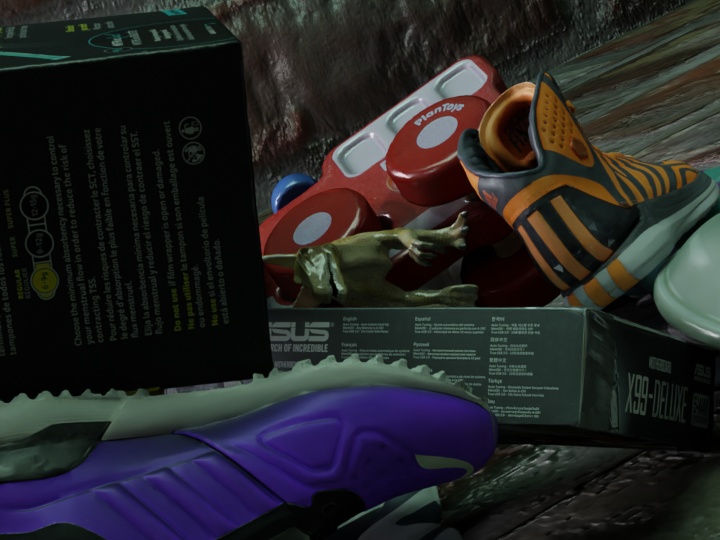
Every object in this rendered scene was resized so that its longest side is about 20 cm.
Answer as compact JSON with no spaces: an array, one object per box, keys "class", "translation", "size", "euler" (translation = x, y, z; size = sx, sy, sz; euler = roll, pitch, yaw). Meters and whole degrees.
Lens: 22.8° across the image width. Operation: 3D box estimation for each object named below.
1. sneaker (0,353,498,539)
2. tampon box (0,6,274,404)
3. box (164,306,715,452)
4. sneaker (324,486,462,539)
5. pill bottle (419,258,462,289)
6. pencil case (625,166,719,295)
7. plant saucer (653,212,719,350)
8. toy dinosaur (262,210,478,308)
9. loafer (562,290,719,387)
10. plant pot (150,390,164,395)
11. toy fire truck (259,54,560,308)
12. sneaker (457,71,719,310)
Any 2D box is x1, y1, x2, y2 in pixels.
[{"class":"sneaker","translation":[-0.046,0.093,0.633],"size":[0.198,0.100,0.070],"euler":[-6,-25,-4]},{"class":"tampon box","translation":[-0.144,-0.024,0.688],"size":[0.198,0.127,0.150],"euler":[-7,15,-8]},{"class":"box","translation":[0.037,0.049,0.788],"size":[0.199,0.050,0.157],"euler":[-1,-9,30]},{"class":"sneaker","translation":[-0.023,0.131,0.711],"size":[0.129,0.080,0.199],"euler":[-16,18,-3]},{"class":"pill bottle","translation":[-0.007,0.050,1.086],"size":[0.199,0.114,0.113],"euler":[-23,8,1]},{"class":"pencil case","translation":[0.199,-0.021,1.049],"size":[0.092,0.086,0.200],"euler":[-23,7,-22]},{"class":"plant saucer","translation":[0.231,-0.012,0.800],"size":[0.198,0.051,0.200],"euler":[-5,18,2]},{"class":"toy dinosaur","translation":[0.000,0.000,0.849],"size":[0.100,0.059,0.200],"euler":[3,-7,-5]},{"class":"loafer","translation":[0.143,0.029,0.961],"size":[0.072,0.063,0.200],"euler":[-30,10,-30]},{"class":"plant pot","translation":[-0.156,0.130,0.794],"size":[0.143,0.199,0.200],"euler":[-60,-4,18]},{"class":"toy fire truck","translation":[0.017,-0.030,1.005],"size":[0.199,0.112,0.168],"euler":[-36,31,2]},{"class":"sneaker","translation":[0.117,-0.053,0.909],"size":[0.077,0.112,0.200],"euler":[-39,-2,21]}]
